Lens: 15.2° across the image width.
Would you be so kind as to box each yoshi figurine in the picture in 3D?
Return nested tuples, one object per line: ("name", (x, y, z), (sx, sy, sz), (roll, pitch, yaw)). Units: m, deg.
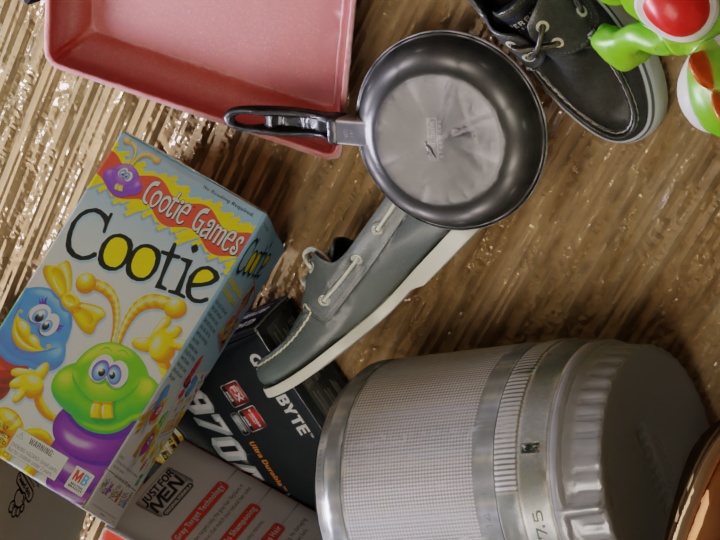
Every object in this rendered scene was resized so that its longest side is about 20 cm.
("yoshi figurine", (0.180, -0.136, 1.396), (0.200, 0.112, 0.112), (58, 160, 0))

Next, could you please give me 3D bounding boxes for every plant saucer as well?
("plant saucer", (-0.085, -0.181, 1.542), (0.200, 0.037, 0.200), (20, 127, 19))

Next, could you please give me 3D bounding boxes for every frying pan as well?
("frying pan", (0.015, -0.091, 1.504), (0.190, 0.031, 0.115), (25, 116, 13))

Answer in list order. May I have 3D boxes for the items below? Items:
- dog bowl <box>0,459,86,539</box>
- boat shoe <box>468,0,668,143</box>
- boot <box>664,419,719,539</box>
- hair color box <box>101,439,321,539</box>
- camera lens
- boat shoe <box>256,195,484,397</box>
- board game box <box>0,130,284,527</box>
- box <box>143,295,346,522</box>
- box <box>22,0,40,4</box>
("dog bowl", (-0.248, 0.134, 1.731), (0.079, 0.200, 0.200), (12, 125, 21))
("boat shoe", (0.090, -0.145, 1.452), (0.069, 0.057, 0.200), (-29, 103, 39))
("boot", (0.262, 0.113, 1.461), (0.155, 0.074, 0.200), (29, 94, 2))
("hair color box", (-0.054, 0.196, 1.665), (0.200, 0.102, 0.061), (29, 131, 12))
("camera lens", (0.086, 0.123, 1.560), (0.200, 0.160, 0.160), (-8, 115, 33))
("boat shoe", (0.000, 0.000, 1.584), (0.062, 0.073, 0.200), (48, 120, 0))
("board game box", (-0.144, 0.036, 1.599), (0.103, 0.200, 0.105), (30, 172, 10))
("box", (-0.058, 0.128, 1.720), (0.159, 0.046, 0.200), (-23, 107, 38))
("box", (-0.135, -0.258, 1.429), (0.132, 0.115, 0.200), (48, 117, 6))
